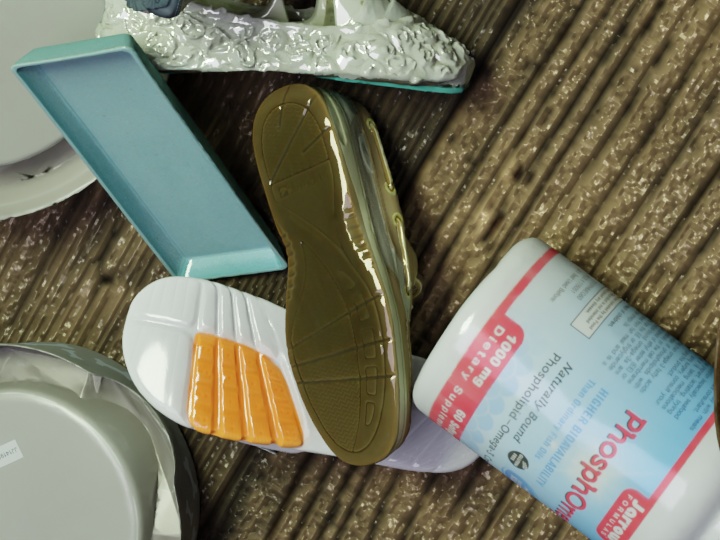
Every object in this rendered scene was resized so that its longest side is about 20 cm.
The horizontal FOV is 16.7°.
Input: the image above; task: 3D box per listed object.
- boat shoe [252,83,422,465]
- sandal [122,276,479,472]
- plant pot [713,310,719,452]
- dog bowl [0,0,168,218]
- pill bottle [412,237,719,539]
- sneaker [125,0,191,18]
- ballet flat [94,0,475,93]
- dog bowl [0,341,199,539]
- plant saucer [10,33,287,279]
[{"bbox_3d":[0.000,0.000,1.287,0.074,0.066,0.201,-12,86,37],"label":"boat shoe"},{"bbox_3d":[-0.032,0.068,1.334,0.205,0.059,0.080,18,78,-4],"label":"sandal"},{"bbox_3d":[0.290,0.028,1.146,0.199,0.187,0.188,11,107,-7],"label":"plant pot"},{"bbox_3d":[-0.201,-0.126,1.291,0.199,0.059,0.201,-10,126,-14],"label":"dog bowl"},{"bbox_3d":[0.134,0.082,1.249,0.200,0.109,0.109,36,112,9],"label":"pill bottle"},{"bbox_3d":[-0.054,-0.183,1.215,0.086,0.200,0.078,21,129,3],"label":"sneaker"},{"bbox_3d":[-0.036,-0.128,1.256,0.199,0.072,0.072,3,105,-6],"label":"ballet flat"},{"bbox_3d":[-0.182,0.132,1.406,0.199,0.059,0.202,4,103,19],"label":"dog bowl"},{"bbox_3d":[-0.106,-0.057,1.288,0.069,0.019,0.200,-7,143,22],"label":"plant saucer"}]
